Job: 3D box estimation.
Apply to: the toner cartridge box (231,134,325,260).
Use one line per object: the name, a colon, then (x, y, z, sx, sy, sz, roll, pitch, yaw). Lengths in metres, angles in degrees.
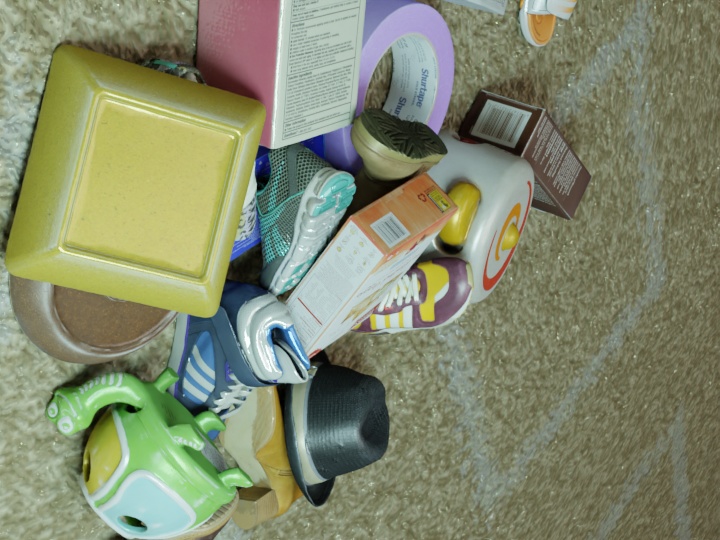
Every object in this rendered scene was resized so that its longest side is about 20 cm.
toner cartridge box: (-0.113, -0.078, 1.441, 0.200, 0.043, 0.096, -34, 136, -41)

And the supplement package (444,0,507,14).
supplement package: (0.070, -0.384, 1.436, 0.191, 0.146, 0.202, 1, 106, -56)

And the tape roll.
tape roll: (0.020, -0.196, 1.549, 0.200, 0.065, 0.202, -33, 134, -42)

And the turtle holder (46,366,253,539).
turtle holder: (-0.205, 0.181, 1.370, 0.131, 0.141, 0.186, -39, 149, 4)

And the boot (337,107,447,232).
boot: (-0.013, -0.068, 1.468, 0.200, 0.066, 0.175, -45, 158, 20)

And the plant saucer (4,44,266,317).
plant saucer: (-0.184, -0.071, 1.230, 0.198, 0.048, 0.202, 14, 92, -26)

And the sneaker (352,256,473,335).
sneaker: (0.037, 0.030, 1.592, 0.090, 0.199, 0.076, 11, 66, -40)

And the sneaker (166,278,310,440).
sneaker: (-0.119, 0.110, 1.445, 0.080, 0.146, 0.202, -21, 124, -49)

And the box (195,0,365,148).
box: (-0.074, -0.233, 1.346, 0.127, 0.108, 0.202, -23, 126, -48)

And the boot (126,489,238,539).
boot: (-0.213, 0.325, 1.530, 0.200, 0.072, 0.168, -34, 146, -44)

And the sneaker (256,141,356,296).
sneaker: (-0.070, -0.054, 1.408, 0.077, 0.091, 0.201, -33, 161, -38)

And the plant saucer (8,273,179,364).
plant saucer: (-0.220, -0.002, 1.297, 0.199, 0.034, 0.202, -20, 124, -33)

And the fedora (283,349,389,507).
fedora: (-0.018, 0.168, 1.607, 0.200, 0.091, 0.203, -5, 90, -76)

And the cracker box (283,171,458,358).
cracker box: (0.000, 0.000, 1.465, 0.134, 0.058, 0.200, -34, 168, -46)

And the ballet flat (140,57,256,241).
ballet flat: (-0.136, -0.107, 1.315, 0.072, 0.072, 0.201, -48, 124, -29)

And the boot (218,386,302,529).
boot: (-0.097, 0.179, 1.610, 0.144, 0.070, 0.203, -29, 125, -61)

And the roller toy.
roller toy: (0.121, -0.063, 1.672, 0.183, 0.139, 0.201, -54, 158, -37)

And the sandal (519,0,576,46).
sandal: (0.249, -0.377, 1.785, 0.079, 0.059, 0.209, -21, 125, -49)

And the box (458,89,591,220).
box: (0.214, -0.145, 1.832, 0.075, 0.100, 0.200, -62, 148, -10)
